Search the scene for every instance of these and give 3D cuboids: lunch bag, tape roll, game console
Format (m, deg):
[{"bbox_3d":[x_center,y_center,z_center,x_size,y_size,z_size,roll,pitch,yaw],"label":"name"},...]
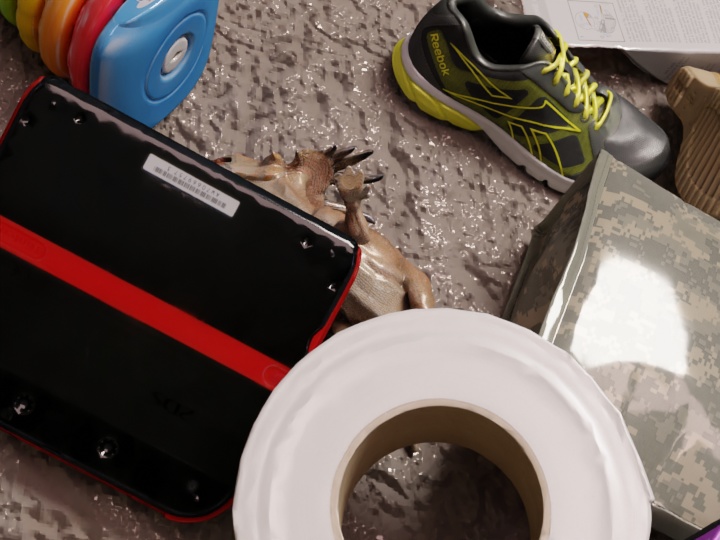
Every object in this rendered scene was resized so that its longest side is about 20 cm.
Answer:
[{"bbox_3d":[0.164,0.061,0.873,0.163,0.118,0.201,28,51,-6],"label":"lunch bag"},{"bbox_3d":[0.039,0.123,0.734,0.200,0.071,0.204,0,68,0],"label":"tape roll"},{"bbox_3d":[-0.122,0.020,0.783,0.199,0.031,0.178,28,87,-6],"label":"game console"}]

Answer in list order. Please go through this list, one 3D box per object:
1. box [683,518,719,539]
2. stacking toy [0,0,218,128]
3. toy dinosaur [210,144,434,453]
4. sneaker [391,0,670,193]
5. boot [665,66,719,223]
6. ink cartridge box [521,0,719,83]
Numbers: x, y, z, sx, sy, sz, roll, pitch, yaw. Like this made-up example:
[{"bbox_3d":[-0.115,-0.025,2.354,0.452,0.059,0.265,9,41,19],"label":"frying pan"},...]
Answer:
[{"bbox_3d":[0.116,0.220,0.748,0.036,0.143,0.200,43,56,4],"label":"box"},{"bbox_3d":[-0.186,-0.179,0.889,0.199,0.110,0.116,34,57,13],"label":"stacking toy"},{"bbox_3d":[0.000,0.000,0.870,0.086,0.136,0.201,-34,101,9],"label":"toy dinosaur"},{"bbox_3d":[0.119,-0.114,0.973,0.199,0.085,0.075,22,57,-9],"label":"sneaker"},{"bbox_3d":[0.290,-0.062,0.987,0.165,0.073,0.201,26,28,-11],"label":"boot"},{"bbox_3d":[0.189,-0.213,1.084,0.198,0.050,0.162,-3,64,-19],"label":"ink cartridge box"}]
